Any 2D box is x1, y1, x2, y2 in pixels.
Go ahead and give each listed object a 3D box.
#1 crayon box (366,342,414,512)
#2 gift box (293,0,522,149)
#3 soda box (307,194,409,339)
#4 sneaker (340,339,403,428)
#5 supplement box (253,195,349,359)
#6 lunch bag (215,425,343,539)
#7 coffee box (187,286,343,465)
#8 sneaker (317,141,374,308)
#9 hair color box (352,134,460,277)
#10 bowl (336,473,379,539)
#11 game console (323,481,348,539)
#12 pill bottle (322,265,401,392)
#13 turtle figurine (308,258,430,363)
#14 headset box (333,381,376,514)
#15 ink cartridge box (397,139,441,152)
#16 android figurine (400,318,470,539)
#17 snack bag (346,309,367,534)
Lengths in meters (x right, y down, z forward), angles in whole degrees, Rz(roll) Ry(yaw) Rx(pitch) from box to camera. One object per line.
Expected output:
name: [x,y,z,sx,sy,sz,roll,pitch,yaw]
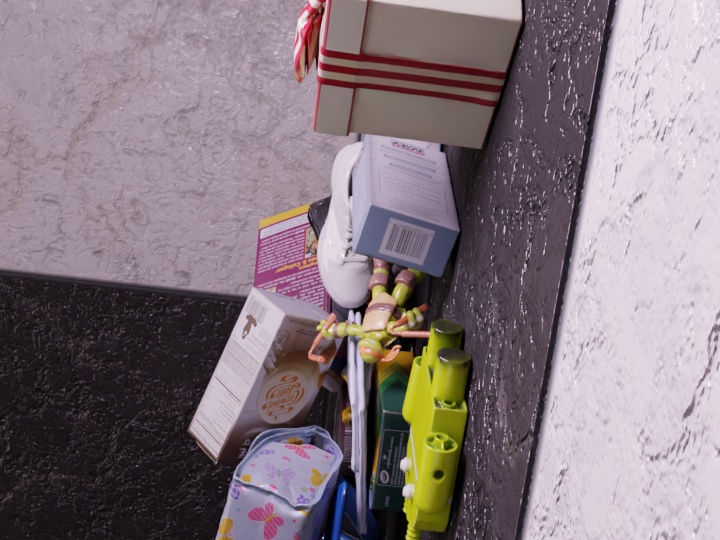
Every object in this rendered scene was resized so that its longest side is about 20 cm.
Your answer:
crayon box: [0.038,0.182,1.266,0.200,0.051,0.128,-93,9,-70]
gift box: [0.036,-0.236,0.946,0.186,0.184,0.202,101,173,-50]
soda box: [0.000,0.000,1.347,0.063,0.070,0.202,112,134,-79]
sneaker: [0.016,0.131,1.461,0.078,0.081,0.203,-117,34,-83]
supplement box: [-0.070,0.019,1.450,0.103,0.129,0.203,45,-142,-46]
lunch bag: [-0.098,0.292,1.245,0.200,0.125,0.172,-39,-33,-70]
coffee box: [-0.114,0.136,1.292,0.079,0.114,0.202,34,102,44]
sneaker: [-0.009,-0.055,1.270,0.088,0.074,0.204,-178,90,-77]
hair color box: [0.045,-0.077,1.139,0.201,0.098,0.061,-90,18,-61]
bowl: [-0.053,0.340,1.519,0.039,0.200,0.202,-42,-20,-29]
game console: [0.002,0.355,1.235,0.119,0.170,0.200,-48,-6,-14]
pill bottle: [-0.024,0.066,1.535,0.201,0.110,0.111,-56,0,-8]
turtle figurine: [0.036,0.045,1.201,0.198,0.064,0.163,-14,44,43]
headset box: [-0.001,0.248,1.585,0.150,0.076,0.203,101,172,-56]
ink cartridge box: [0.055,-0.103,1.346,0.200,0.066,0.118,150,125,-85]
android figurine: [0.066,0.154,0.973,0.183,0.040,0.203,-93,11,-67]
snack bag: [-0.005,0.181,1.269,0.190,0.021,0.203,-94,3,-56]
